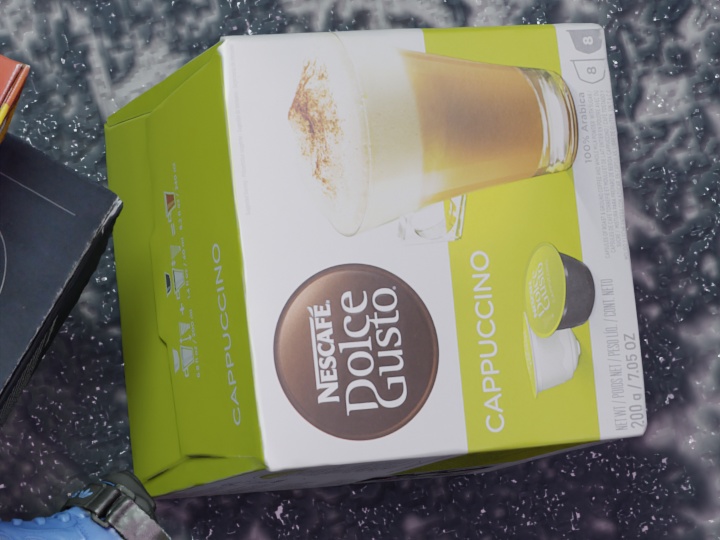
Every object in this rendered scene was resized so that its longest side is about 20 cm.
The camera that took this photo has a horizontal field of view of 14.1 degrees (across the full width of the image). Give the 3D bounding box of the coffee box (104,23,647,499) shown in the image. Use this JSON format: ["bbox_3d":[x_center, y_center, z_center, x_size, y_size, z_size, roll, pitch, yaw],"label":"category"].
[{"bbox_3d":[0.000,0.000,1.415,0.197,0.200,0.201,-4,84,-22],"label":"coffee box"}]

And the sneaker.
[{"bbox_3d":[-0.160,0.135,1.403,0.200,0.077,0.111,32,65,-6],"label":"sneaker"}]

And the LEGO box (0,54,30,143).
[{"bbox_3d":[-0.250,-0.026,1.224,0.149,0.077,0.200,26,60,-4],"label":"LEGO box"}]

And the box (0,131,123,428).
[{"bbox_3d":[-0.246,0.016,1.319,0.200,0.124,0.197,30,62,-2],"label":"box"}]
